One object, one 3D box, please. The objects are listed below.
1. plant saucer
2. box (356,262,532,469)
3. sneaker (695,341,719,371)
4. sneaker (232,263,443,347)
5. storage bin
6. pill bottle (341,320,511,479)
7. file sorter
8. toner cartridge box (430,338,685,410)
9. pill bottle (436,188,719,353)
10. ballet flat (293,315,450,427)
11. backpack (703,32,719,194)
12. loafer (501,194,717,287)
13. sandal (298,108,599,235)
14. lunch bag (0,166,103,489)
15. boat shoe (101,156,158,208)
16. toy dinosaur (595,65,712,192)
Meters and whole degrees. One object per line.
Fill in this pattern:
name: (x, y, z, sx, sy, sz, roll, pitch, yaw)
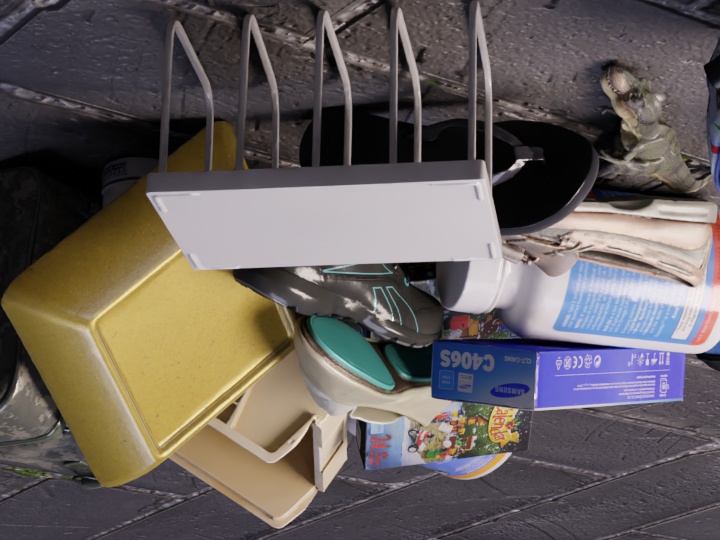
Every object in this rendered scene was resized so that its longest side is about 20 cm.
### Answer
plant saucer: (-0.122, 0.033, 1.499, 0.048, 0.200, 0.201, 31, 153, 41)
box: (0.068, 0.065, 1.705, 0.135, 0.038, 0.201, -6, 133, -9)
sneaker: (0.248, 0.045, 1.757, 0.199, 0.077, 0.111, -19, 144, 26)
sneaker: (0.000, 0.000, 1.513, 0.075, 0.080, 0.199, 23, -178, 39)
storage bin: (-0.112, 0.101, 1.763, 0.198, 0.094, 0.200, 32, 162, 11)
pill bottle: (0.044, 0.100, 1.855, 0.111, 0.113, 0.199, -14, 154, 33)
file sorter: (-0.018, -0.083, 1.352, 0.198, 0.126, 0.139, -2, 160, 7)
toner cartridge box: (0.148, 0.074, 1.617, 0.094, 0.044, 0.199, 3, -179, 40)
pill bottle: (0.160, -0.004, 1.581, 0.198, 0.113, 0.112, 6, 159, -16)
ballet flat: (0.002, 0.080, 1.581, 0.069, 0.070, 0.199, -14, 162, 32)
backpack: (0.279, -0.106, 1.258, 0.198, 0.155, 0.191, 7, 151, -1)
loafer: (0.149, -0.021, 1.490, 0.198, 0.064, 0.072, 1, -176, -18)
sandal: (0.054, -0.067, 1.432, 0.198, 0.077, 0.043, 4, 161, 14)
lunch bag: (-0.226, 0.040, 1.583, 0.138, 0.202, 0.167, -11, 154, 34)
boat shoe: (-0.098, -0.014, 1.587, 0.201, 0.087, 0.074, 19, 153, -39)
toy dinosaur: (0.181, -0.077, 1.486, 0.087, 0.048, 0.200, -16, 159, 20)
